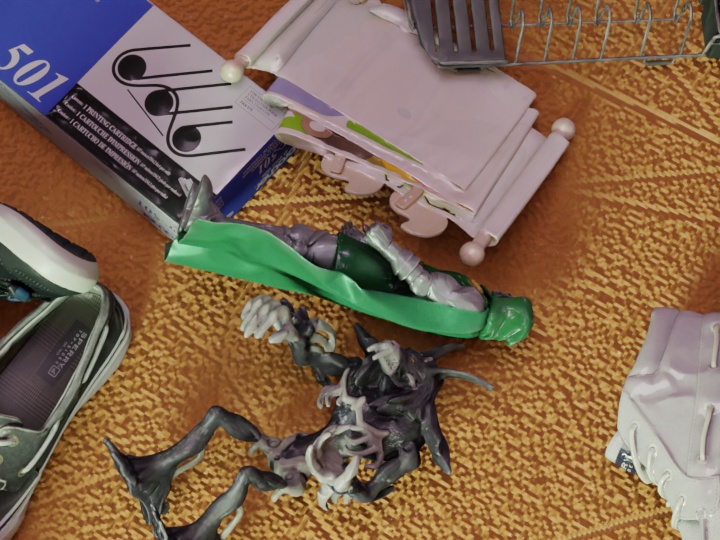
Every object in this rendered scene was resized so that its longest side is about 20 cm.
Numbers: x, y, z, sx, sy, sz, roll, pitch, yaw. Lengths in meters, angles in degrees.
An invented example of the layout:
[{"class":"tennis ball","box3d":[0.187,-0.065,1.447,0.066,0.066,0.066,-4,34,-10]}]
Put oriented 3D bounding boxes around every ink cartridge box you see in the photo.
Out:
[{"class":"ink cartridge box","box3d":[-0.139,-0.105,1.547,0.200,0.044,0.094,39,76,18]}]

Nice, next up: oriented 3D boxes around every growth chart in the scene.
[{"class":"growth chart","box3d":[0.020,-0.092,1.513,0.200,0.018,0.145,36,54,16]}]

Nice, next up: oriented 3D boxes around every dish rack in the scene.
[{"class":"dish rack","box3d":[0.121,-0.186,1.534,0.200,0.055,0.154,-3,67,-6]}]

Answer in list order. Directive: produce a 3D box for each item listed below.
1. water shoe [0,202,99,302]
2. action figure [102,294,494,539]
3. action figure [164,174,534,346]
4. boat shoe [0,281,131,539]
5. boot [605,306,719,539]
[{"class":"water shoe","box3d":[-0.214,0.004,1.470,0.200,0.071,0.079,15,76,52]},{"class":"action figure","box3d":[-0.029,0.081,1.433,0.200,0.102,0.119,-29,57,-7]},{"class":"action figure","box3d":[0.000,0.000,1.454,0.200,0.118,0.055,19,85,-11]},{"class":"boat shoe","box3d":[-0.200,0.083,1.466,0.072,0.071,0.200,28,75,15]},{"class":"boot","box3d":[0.176,0.113,1.424,0.095,0.074,0.200,8,62,15]}]
